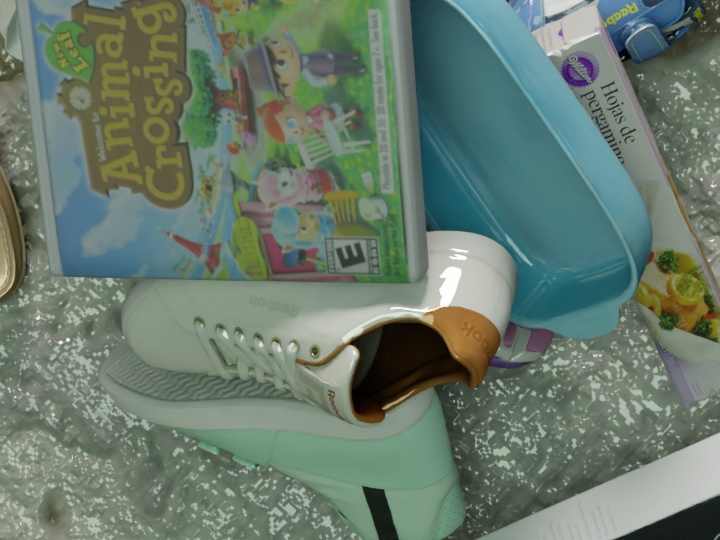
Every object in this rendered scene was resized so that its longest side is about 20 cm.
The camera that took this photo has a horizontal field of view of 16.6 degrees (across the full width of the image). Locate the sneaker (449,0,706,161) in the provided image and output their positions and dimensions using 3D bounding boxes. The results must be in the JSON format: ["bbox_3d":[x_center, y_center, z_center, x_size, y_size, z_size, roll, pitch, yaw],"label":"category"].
[{"bbox_3d":[0.117,-0.124,1.199,0.082,0.074,0.200,36,102,2],"label":"sneaker"}]

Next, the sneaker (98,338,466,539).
[{"bbox_3d":[-0.039,0.090,1.241,0.200,0.074,0.118,9,137,35],"label":"sneaker"}]

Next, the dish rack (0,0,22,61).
[{"bbox_3d":[-0.108,-0.130,1.181,0.171,0.200,0.044,28,62,5],"label":"dish rack"}]

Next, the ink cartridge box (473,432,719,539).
[{"bbox_3d":[0.115,0.151,1.207,0.200,0.099,0.039,-24,47,12],"label":"ink cartridge box"}]

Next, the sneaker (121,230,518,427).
[{"bbox_3d":[-0.029,0.031,1.147,0.200,0.085,0.073,-8,135,24],"label":"sneaker"}]

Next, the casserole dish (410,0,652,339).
[{"bbox_3d":[0.064,-0.058,1.148,0.039,0.121,0.200,-41,101,-32],"label":"casserole dish"}]

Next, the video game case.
[{"bbox_3d":[-0.065,-0.092,1.102,0.182,0.022,0.200,1,109,17],"label":"video game case"}]

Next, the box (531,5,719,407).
[{"bbox_3d":[0.134,-0.028,1.182,0.039,0.041,0.200,-23,112,10],"label":"box"}]

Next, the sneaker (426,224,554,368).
[{"bbox_3d":[0.000,0.000,1.231,0.200,0.081,0.089,22,142,-10],"label":"sneaker"}]

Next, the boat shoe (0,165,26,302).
[{"bbox_3d":[-0.228,-0.065,1.246,0.074,0.069,0.200,-26,105,-3],"label":"boat shoe"}]
